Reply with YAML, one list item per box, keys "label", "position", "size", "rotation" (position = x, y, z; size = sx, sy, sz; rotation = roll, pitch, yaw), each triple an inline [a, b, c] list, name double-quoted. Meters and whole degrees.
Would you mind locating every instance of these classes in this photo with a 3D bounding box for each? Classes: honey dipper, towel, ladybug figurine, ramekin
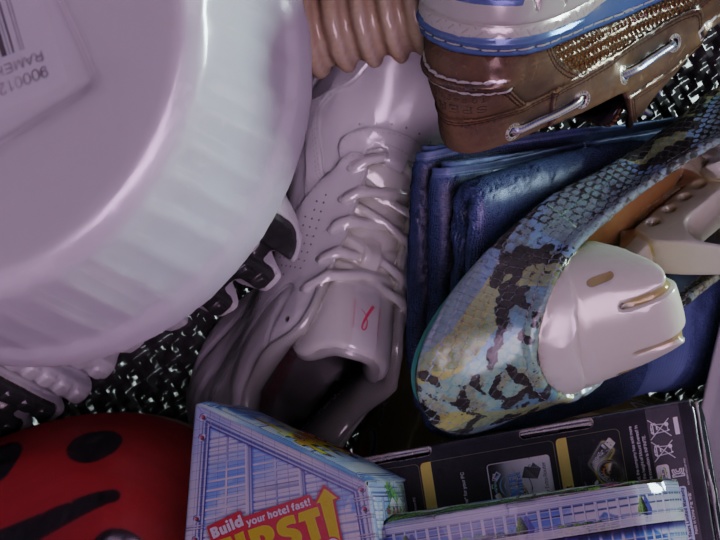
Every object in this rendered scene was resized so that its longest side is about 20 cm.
- label: "honey dipper"
  position: [-0.072, -0.078, 0.900]
  size: [0.199, 0.038, 0.038]
  rotation: [-10, 109, 12]
- label: "towel"
  position: [0.099, -0.002, 0.950]
  size: [0.199, 0.048, 0.112]
  rotation: [-10, 109, -41]
- label: "ladybug figurine"
  position: [-0.127, 0.118, 0.907]
  size: [0.199, 0.136, 0.072]
  rotation: [-30, 146, 15]
- label: "ramekin"
  position: [-0.124, -0.071, 0.835]
  size: [0.199, 0.098, 0.202]
  rotation: [-2, 82, 13]

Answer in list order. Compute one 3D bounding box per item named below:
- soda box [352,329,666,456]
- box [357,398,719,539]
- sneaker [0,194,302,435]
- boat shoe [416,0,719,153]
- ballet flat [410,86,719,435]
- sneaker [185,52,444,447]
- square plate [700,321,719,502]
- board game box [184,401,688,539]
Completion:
- label: "soda box"
  position: [0.101, 0.086, 1.003]
  size: [0.199, 0.064, 0.068]
  rotation: [15, 100, -18]
- label: "box"
  position: [0.061, 0.158, 0.869]
  size: [0.160, 0.049, 0.201]
  rotation: [-11, 82, 9]
- label: "sneaker"
  position: [-0.118, 0.001, 0.926]
  size: [0.199, 0.081, 0.075]
  rotation: [-28, 149, 12]
- label: "boat shoe"
  position: [0.087, -0.094, 0.917]
  size: [0.200, 0.072, 0.073]
  rotation: [-20, 125, -44]
- label: "ballet flat"
  position: [0.104, -0.005, 0.873]
  size: [0.200, 0.074, 0.074]
  rotation: [-41, 113, -26]
- label: "sneaker"
  position: [0.000, 0.000, 0.935]
  size: [0.078, 0.099, 0.201]
  rotation: [16, 101, -18]
- label: "square plate"
  position: [0.223, 0.052, 0.991]
  size: [0.197, 0.028, 0.201]
  rotation: [19, 81, -33]
- label: "board game box"
  position: [0.015, 0.135, 0.825]
  size: [0.199, 0.062, 0.201]
  rotation: [-11, 83, 13]
